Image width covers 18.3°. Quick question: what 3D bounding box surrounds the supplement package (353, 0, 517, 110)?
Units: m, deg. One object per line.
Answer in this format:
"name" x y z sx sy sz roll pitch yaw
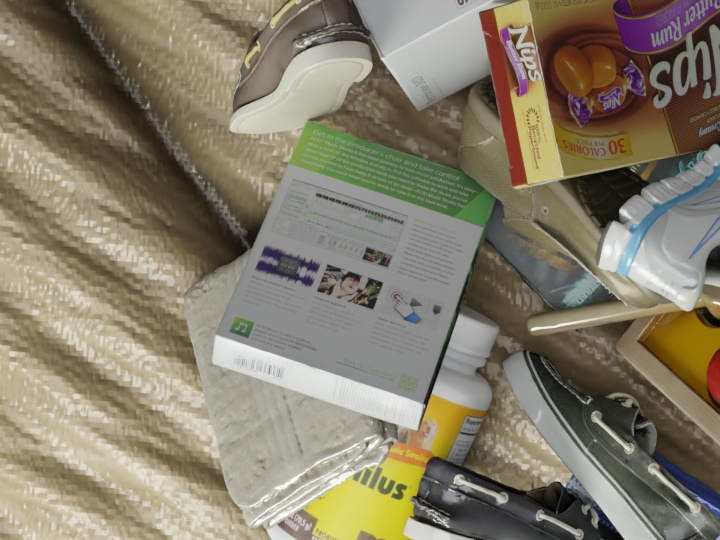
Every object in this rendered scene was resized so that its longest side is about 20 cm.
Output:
"supplement package" 0.091 -0.216 1.498 0.199 0.121 0.120 -27 73 7

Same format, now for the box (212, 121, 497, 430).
"box" 0.000 0.000 1.488 0.144 0.036 0.201 18 53 4

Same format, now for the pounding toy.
"pounding toy" 0.253 0.039 1.491 0.142 0.200 0.184 33 97 -36

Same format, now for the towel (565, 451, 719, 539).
"towel" 0.180 0.228 1.590 0.144 0.024 0.201 33 98 0

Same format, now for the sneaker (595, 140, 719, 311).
"sneaker" 0.240 -0.033 1.427 0.087 0.075 0.200 39 55 22

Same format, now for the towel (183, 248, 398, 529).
"towel" -0.049 0.066 1.524 0.132 0.034 0.201 -32 55 25

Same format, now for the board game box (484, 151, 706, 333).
"board game box" 0.175 -0.074 1.561 0.135 0.028 0.200 45 96 0

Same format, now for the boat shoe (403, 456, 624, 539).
"boat shoe" 0.125 0.172 1.519 0.199 0.074 0.061 15 92 -20

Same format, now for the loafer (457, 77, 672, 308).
"loafer" 0.140 -0.045 1.491 0.200 0.076 0.068 50 136 21

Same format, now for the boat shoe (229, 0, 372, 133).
"boat shoe" -0.045 -0.139 1.502 0.071 0.200 0.060 -8 81 -19

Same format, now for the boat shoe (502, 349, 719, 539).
"boat shoe" 0.173 0.120 1.527 0.064 0.071 0.200 -42 61 8

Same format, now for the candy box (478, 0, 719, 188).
"candy box" 0.177 -0.127 1.460 0.199 0.056 0.117 -12 91 -35

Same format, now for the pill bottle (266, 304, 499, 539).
"pill bottle" 0.020 0.113 1.547 0.109 0.109 0.201 25 96 2
